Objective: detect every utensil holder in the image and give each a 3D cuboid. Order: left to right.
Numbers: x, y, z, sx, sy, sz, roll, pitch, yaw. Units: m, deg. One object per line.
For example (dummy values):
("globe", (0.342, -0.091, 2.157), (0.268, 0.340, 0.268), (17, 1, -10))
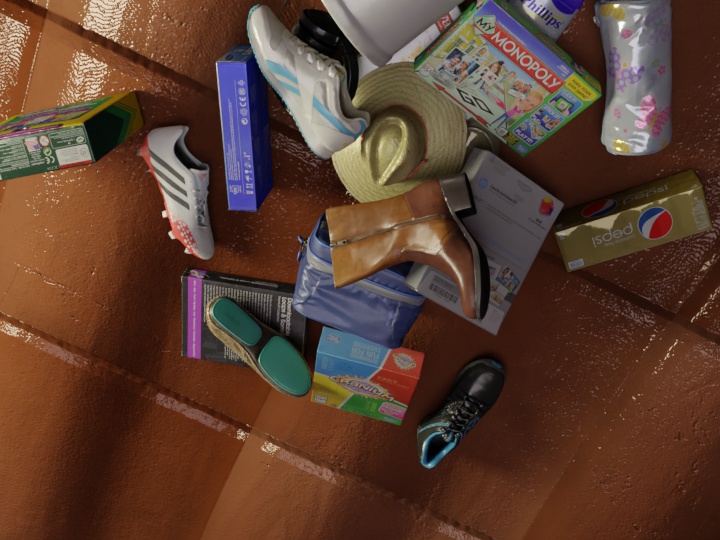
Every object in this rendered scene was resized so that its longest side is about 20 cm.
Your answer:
("utensil holder", (0.056, -0.369, 1.053), (0.198, 0.171, 0.171), (-32, 108, 19))

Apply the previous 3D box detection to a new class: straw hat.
("straw hat", (0.040, -0.158, 1.143), (0.197, 0.085, 0.205), (5, 110, 13))

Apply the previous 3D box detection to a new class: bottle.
("bottle", (0.231, -0.339, 1.094), (0.083, 0.066, 0.201), (30, 116, -14))

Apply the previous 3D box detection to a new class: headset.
("headset", (-0.083, -0.287, 1.146), (0.122, 0.094, 0.203), (-28, 87, 31))

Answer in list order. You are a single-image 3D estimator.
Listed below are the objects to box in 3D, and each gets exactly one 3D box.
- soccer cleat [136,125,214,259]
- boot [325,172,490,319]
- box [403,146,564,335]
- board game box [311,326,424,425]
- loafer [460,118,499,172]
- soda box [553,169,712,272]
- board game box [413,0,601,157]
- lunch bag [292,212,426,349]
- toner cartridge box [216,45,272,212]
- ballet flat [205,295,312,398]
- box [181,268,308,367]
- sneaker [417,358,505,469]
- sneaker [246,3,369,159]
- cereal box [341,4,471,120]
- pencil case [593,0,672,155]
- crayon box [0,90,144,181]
("soccer cleat", (-0.245, -0.111, 1.281), (0.084, 0.069, 0.203), (-15, 108, 20))
("boot", (0.054, -0.012, 1.113), (0.196, 0.068, 0.192), (-15, 79, 16))
("box", (0.166, -0.037, 1.190), (0.154, 0.041, 0.203), (27, 93, -31))
("board game box", (0.006, 0.160, 1.329), (0.150, 0.041, 0.201), (14, 151, 2))
("loafer", (0.132, -0.109, 1.217), (0.074, 0.068, 0.203), (21, 117, 4))
("soda box", (0.362, -0.067, 1.204), (0.196, 0.068, 0.065), (-17, 112, 17))
("board game box", (0.181, -0.238, 1.103), (0.198, 0.030, 0.134), (31, 133, -25))
("lunch bag", (0.000, 0.000, 1.255), (0.197, 0.136, 0.134), (21, 114, -5))
("toner cartridge box", (-0.154, -0.192, 1.211), (0.042, 0.095, 0.204), (3, 116, 7))
("ballet flat", (-0.153, 0.115, 1.343), (0.200, 0.071, 0.065), (46, 156, -7))
("box", (-0.177, 0.080, 1.380), (0.196, 0.036, 0.146), (10, 117, 6))
("sneaker", (0.156, 0.223, 1.370), (0.072, 0.082, 0.201), (31, 115, -5))
("sneaker", (-0.065, -0.241, 1.096), (0.080, 0.077, 0.202), (-28, 108, 22))
("cereal box", (0.073, -0.244, 1.178), (0.198, 0.040, 0.145), (-27, 107, 21))
("pencil case", (0.340, -0.245, 1.111), (0.089, 0.083, 0.204), (-12, 115, -2))
("crayon box", (-0.417, -0.180, 1.213), (0.196, 0.173, 0.059), (-8, 112, 13))
